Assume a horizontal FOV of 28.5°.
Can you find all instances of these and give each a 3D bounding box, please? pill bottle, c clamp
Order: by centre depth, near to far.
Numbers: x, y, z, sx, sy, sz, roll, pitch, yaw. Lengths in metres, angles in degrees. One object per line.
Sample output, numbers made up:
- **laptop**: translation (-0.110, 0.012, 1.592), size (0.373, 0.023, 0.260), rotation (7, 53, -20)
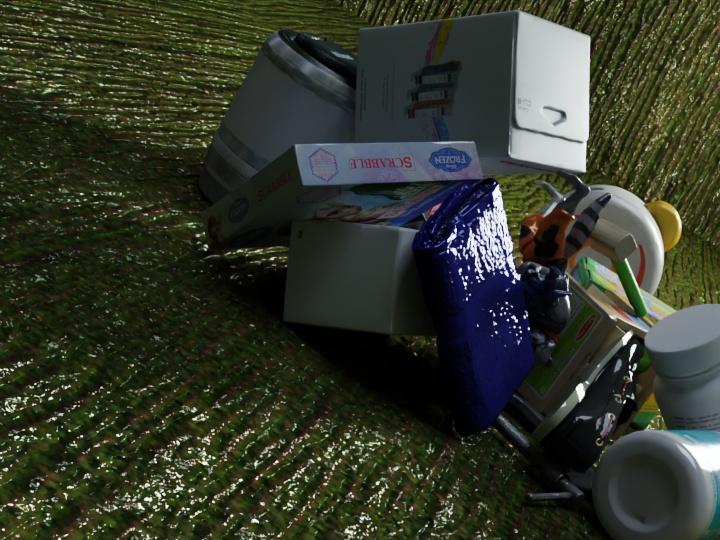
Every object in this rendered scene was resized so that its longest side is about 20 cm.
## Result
- **pill bottle**: translation (0.306, 0.205, 1.329), size (0.111, 0.111, 0.199), rotation (41, 18, 32)
- **c clamp**: translation (0.159, 0.158, 1.353), size (0.170, 0.027, 0.200), rotation (17, 21, -43)
- **pill bottle**: translation (0.369, 0.144, 1.461), size (0.113, 0.113, 0.201), rotation (-98, 165, -71)

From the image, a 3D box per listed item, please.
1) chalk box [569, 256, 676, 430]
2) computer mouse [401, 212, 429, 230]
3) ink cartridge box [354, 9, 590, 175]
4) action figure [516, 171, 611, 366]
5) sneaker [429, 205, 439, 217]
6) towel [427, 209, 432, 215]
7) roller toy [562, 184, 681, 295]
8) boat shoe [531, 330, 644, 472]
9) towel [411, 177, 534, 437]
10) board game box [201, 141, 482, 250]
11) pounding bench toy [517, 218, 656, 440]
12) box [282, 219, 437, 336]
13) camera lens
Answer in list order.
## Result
- **chalk box**: translation (0.278, 0.071, 1.669), size (0.199, 0.125, 0.124), rotation (30, 15, -1)
- **computer mouse**: translation (0.038, -0.073, 1.624), size (0.137, 0.201, 0.053), rotation (-7, -14, -3)
- **ink cartridge box**: translation (0.114, -0.172, 1.438), size (0.199, 0.146, 0.145), rotation (2, -1, 39)
- **action figure**: translation (0.195, 0.003, 1.420), size (0.104, 0.195, 0.200), rotation (14, -3, -18)
- **sneaker**: translation (0.086, -0.047, 1.703), size (0.200, 0.078, 0.115), rotation (48, 20, 4)
- **towel**: translation (0.028, -0.113, 1.675), size (0.144, 0.201, 0.023), rotation (32, -18, -2)
- **roller toy**: translation (0.319, -0.024, 1.920), size (0.182, 0.201, 0.140), rotation (27, 14, 8)
- **boat shoe**: translation (0.230, 0.124, 1.359), size (0.063, 0.074, 0.201), rotation (42, 37, 5)
- **towel**: translation (0.101, 0.033, 1.304), size (0.049, 0.201, 0.148), rotation (1, 28, 32)
- **board game box**: translation (-0.021, -0.070, 1.351), size (0.198, 0.200, 0.041), rotation (-4, 76, -32)
- **pounding bench toy**: translation (0.260, 0.056, 1.518), size (0.155, 0.201, 0.124), rotation (22, 17, -42)
- **box**: translation (0.035, 0.010, 1.359), size (0.124, 0.098, 0.200), rotation (5, -1, 34)
- **camera lens**: translation (-0.068, -0.148, 1.544), size (0.159, 0.201, 0.160), rotation (29, 16, -9)
